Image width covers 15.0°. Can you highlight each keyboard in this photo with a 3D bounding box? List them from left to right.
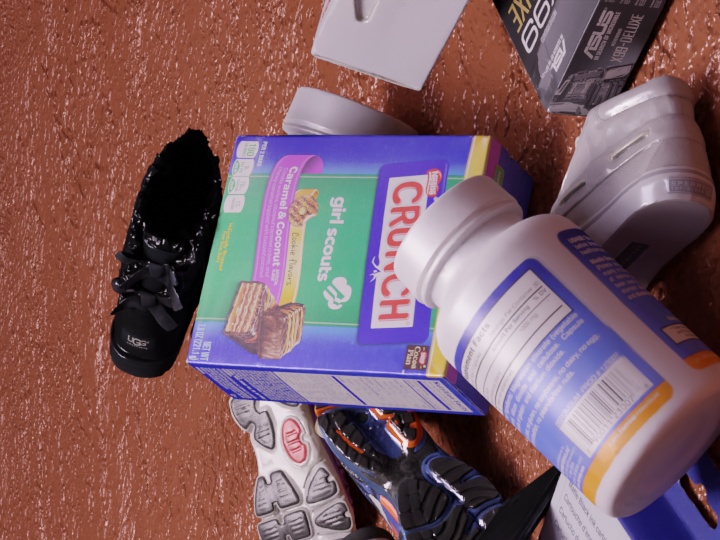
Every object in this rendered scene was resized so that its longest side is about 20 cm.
[{"bbox_3d":[0.066,0.201,1.718,0.127,0.021,0.200,-42,5,42],"label":"keyboard"}]

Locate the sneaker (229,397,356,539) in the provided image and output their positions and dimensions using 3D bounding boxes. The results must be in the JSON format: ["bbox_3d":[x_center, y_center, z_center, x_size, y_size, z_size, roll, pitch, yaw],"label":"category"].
[{"bbox_3d":[-0.035,0.145,2.054,0.080,0.083,0.201,-16,85,28],"label":"sneaker"}]

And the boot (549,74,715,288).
[{"bbox_3d":[0.151,-0.040,1.685,0.200,0.073,0.096,-40,43,49],"label":"boot"}]

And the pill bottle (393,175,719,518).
[{"bbox_3d":[0.115,0.039,1.597,0.200,0.112,0.112,44,132,22],"label":"pill bottle"}]

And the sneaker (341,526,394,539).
[{"bbox_3d":[0.010,0.291,1.937,0.108,0.067,0.202,44,126,53],"label":"sneaker"}]

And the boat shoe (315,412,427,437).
[{"bbox_3d":[0.019,0.085,1.936,0.072,0.065,0.200,-51,-6,-29],"label":"boat shoe"}]

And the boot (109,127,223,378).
[{"bbox_3d":[-0.131,-0.037,1.943,0.163,0.073,0.199,106,179,-51],"label":"boot"}]

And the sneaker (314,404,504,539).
[{"bbox_3d":[0.047,0.155,1.849,0.200,0.075,0.079,54,173,27],"label":"sneaker"}]

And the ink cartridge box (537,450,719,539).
[{"bbox_3d":[0.166,0.197,1.641,0.200,0.040,0.201,-123,43,-51],"label":"ink cartridge box"}]

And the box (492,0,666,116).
[{"bbox_3d":[0.148,-0.222,1.717,0.158,0.049,0.201,-110,34,-43],"label":"box"}]

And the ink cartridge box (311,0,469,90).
[{"bbox_3d":[0.042,-0.242,1.814,0.145,0.083,0.201,119,168,-53],"label":"ink cartridge box"}]

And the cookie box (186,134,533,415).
[{"bbox_3d":[0.000,0.000,1.824,0.199,0.075,0.172,2,70,29],"label":"cookie box"}]

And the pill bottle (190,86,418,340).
[{"bbox_3d":[-0.037,-0.023,1.970,0.114,0.114,0.201,13,81,64],"label":"pill bottle"}]
